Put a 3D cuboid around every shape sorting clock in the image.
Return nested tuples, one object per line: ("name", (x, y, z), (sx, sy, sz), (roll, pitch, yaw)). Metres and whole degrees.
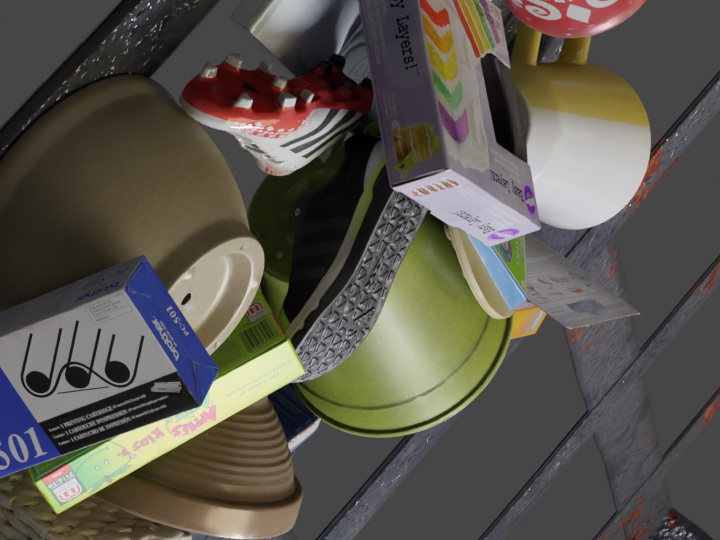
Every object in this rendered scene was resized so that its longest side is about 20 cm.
("shape sorting clock", (0.089, -0.060, 1.657), (0.039, 0.201, 0.200), (-15, 168, 20))

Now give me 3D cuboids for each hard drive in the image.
("hard drive", (-0.003, -0.232, 1.505), (0.200, 0.026, 0.132), (-53, 158, 0))

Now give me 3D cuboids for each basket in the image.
("basket", (-0.238, 0.220, 1.590), (0.124, 0.135, 0.200), (-60, 157, 10))

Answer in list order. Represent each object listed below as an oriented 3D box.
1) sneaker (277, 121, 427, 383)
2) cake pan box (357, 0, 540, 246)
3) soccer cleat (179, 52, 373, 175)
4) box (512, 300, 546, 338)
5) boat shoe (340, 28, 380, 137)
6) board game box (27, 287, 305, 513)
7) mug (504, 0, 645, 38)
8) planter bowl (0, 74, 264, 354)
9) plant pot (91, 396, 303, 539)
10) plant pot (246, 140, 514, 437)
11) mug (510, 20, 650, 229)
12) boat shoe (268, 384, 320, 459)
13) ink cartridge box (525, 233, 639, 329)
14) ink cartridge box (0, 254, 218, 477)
("sneaker", (-0.019, -0.013, 1.544), (0.072, 0.083, 0.200), (21, 103, -55))
("cake pan box", (0.064, -0.126, 1.518), (0.052, 0.185, 0.200), (-14, 162, 21))
("soccer cleat", (-0.062, -0.103, 1.476), (0.200, 0.069, 0.085), (-14, 138, -58))
("box", (0.091, 0.018, 1.942), (0.200, 0.119, 0.042), (-11, 134, -59))
("boat shoe", (0.020, -0.139, 1.640), (0.202, 0.074, 0.065), (69, 20, -65))
("board game box", (-0.151, 0.075, 1.491), (0.200, 0.102, 0.048), (-29, 142, -5))
("mug", (0.121, -0.279, 1.534), (0.133, 0.178, 0.200), (-34, 157, 11))
("planter bowl", (-0.149, -0.011, 1.409), (0.200, 0.135, 0.200), (-43, 156, -24))
("plant pot", (-0.130, 0.116, 1.574), (0.201, 0.200, 0.093), (0, 111, -63))
("plant pot", (0.000, 0.000, 1.678), (0.200, 0.200, 0.193), (-48, 145, -10))
("mug", (0.146, -0.133, 1.848), (0.149, 0.187, 0.153), (-27, 162, 31))
("boat shoe", (-0.105, 0.171, 1.852), (0.200, 0.072, 0.073), (-28, 149, -45))
("ink cartridge box", (0.132, 0.005, 1.894), (0.161, 0.200, 0.050), (-9, 133, -59))
("ink cartridge box", (-0.199, 0.068, 1.346), (0.200, 0.094, 0.044), (-21, -157, 26))
